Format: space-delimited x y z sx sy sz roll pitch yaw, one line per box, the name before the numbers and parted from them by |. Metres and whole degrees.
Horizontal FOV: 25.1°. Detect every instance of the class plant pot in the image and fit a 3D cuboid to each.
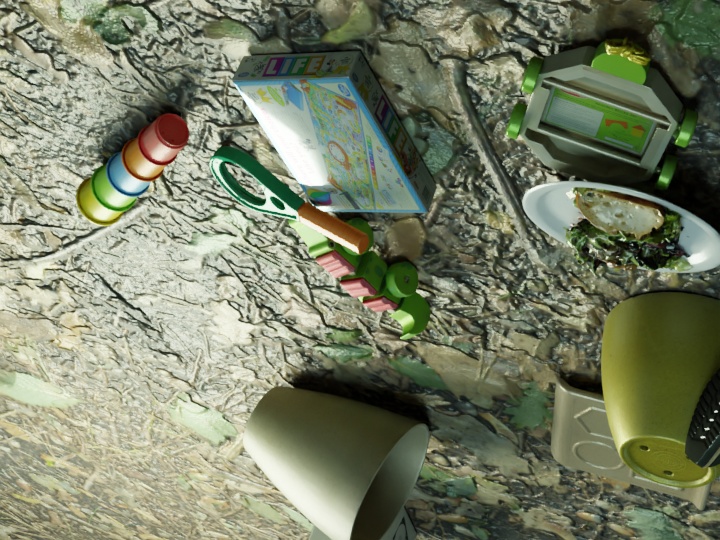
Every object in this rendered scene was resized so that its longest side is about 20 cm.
plant pot | 0.332 0.138 1.674 0.198 0.143 0.201 17 149 10
plant pot | -0.044 0.233 2.061 0.199 0.188 0.188 27 153 20

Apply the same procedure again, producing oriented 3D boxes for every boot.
boot | 0.418 0.126 1.568 0.138 0.201 0.078 28 -169 -17

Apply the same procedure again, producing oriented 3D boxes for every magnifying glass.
magnifying glass | -0.076 -0.071 1.678 0.199 0.022 0.080 31 154 24

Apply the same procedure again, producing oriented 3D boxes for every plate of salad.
plate of salad | 0.246 -0.031 1.524 0.198 0.048 0.200 16 163 5

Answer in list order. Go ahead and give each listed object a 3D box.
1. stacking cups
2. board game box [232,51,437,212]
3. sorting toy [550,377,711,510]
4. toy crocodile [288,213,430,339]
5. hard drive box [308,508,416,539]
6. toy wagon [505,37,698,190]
stacking cups | -0.241 -0.115 1.745 0.060 0.061 0.200 33 143 -18
board game box | -0.023 -0.132 1.585 0.133 0.034 0.200 2 144 30
sorting toy | 0.320 0.199 1.892 0.198 0.037 0.186 19 150 15
toy crocodile | 0.000 0.000 1.751 0.067 0.062 0.200 -14 134 45
hard drive box | 0.002 0.385 2.267 0.076 0.157 0.201 7 147 23
toy wagon | 0.215 -0.143 1.408 0.154 0.040 0.201 19 149 4
